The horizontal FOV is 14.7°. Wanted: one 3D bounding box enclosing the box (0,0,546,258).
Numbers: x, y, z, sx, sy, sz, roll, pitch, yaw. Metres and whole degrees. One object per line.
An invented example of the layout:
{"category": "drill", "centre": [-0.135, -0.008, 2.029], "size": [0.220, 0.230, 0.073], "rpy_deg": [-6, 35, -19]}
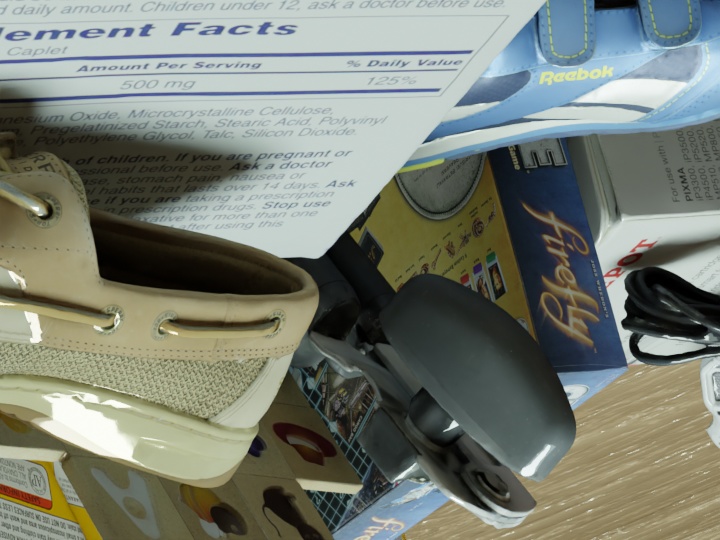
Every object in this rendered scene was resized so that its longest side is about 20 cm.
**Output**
{"category": "box", "centre": [-0.070, -0.082, 0.719], "size": [0.183, 0.106, 0.200], "rpy_deg": [-4, 159, -25]}

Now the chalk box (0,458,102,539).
{"category": "chalk box", "centre": [-0.192, 0.079, 0.867], "size": [0.199, 0.124, 0.124], "rpy_deg": [-23, 156, 23]}

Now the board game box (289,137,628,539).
{"category": "board game box", "centre": [0.014, 0.011, 0.987], "size": [0.034, 0.136, 0.200], "rpy_deg": [-2, 158, -30]}

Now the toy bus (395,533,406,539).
{"category": "toy bus", "centre": [-0.028, 0.103, 1.109], "size": [0.078, 0.201, 0.065], "rpy_deg": [6, 153, -42]}

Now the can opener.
{"category": "can opener", "centre": [0.000, 0.000, 0.888], "size": [0.067, 0.200, 0.053], "rpy_deg": [-49, 148, 18]}

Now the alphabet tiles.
{"category": "alphabet tiles", "centre": [-0.083, 0.011, 0.838], "size": [0.006, 0.200, 0.166], "rpy_deg": [-48, 147, 22]}

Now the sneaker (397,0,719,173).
{"category": "sneaker", "centre": [0.064, -0.083, 0.860], "size": [0.199, 0.074, 0.082], "rpy_deg": [-17, 158, 4]}

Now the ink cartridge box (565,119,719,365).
{"category": "ink cartridge box", "centre": [0.132, -0.028, 1.037], "size": [0.199, 0.083, 0.147], "rpy_deg": [-4, 157, -29]}

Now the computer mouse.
{"category": "computer mouse", "centre": [0.158, 0.036, 1.027], "size": [0.109, 0.044, 0.200], "rpy_deg": [5, 167, 11]}

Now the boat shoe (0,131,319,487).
{"category": "boat shoe", "centre": [-0.095, -0.005, 0.679], "size": [0.199, 0.071, 0.065], "rpy_deg": [21, 108, -44]}
